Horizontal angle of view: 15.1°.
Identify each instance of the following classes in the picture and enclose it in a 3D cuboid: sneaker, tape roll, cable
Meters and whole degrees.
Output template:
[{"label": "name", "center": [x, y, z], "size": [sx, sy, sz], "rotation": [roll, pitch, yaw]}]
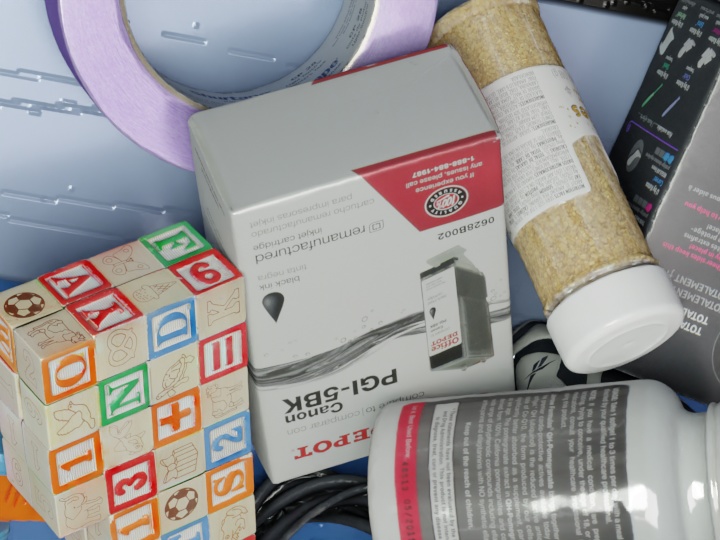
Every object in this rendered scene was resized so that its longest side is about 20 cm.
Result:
[{"label": "sneaker", "center": [0.161, 0.113, 1.497], "size": [0.079, 0.130, 0.199], "rotation": [-43, 110, 0]}, {"label": "tape roll", "center": [-0.062, -0.152, 1.408], "size": [0.199, 0.066, 0.202], "rotation": [-3, 104, -14]}, {"label": "cable", "center": [-0.039, 0.195, 1.457], "size": [0.200, 0.163, 0.051], "rotation": [-42, 138, -1]}]

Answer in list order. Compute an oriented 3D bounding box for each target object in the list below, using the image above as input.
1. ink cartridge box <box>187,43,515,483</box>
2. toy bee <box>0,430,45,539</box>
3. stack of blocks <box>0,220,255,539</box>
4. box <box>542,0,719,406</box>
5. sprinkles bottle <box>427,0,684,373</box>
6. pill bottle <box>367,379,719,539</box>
[{"label": "ink cartridge box", "center": [0.000, 0.000, 1.409], "size": [0.146, 0.083, 0.201], "rotation": [-16, 134, -9]}, {"label": "toy bee", "center": [-0.214, 0.088, 1.420], "size": [0.131, 0.109, 0.200], "rotation": [-52, 138, 7]}, {"label": "stack of blocks", "center": [-0.118, 0.087, 1.377], "size": [0.115, 0.059, 0.201], "rotation": [-23, 132, -26]}, {"label": "box", "center": [0.201, -0.035, 1.481], "size": [0.122, 0.106, 0.201], "rotation": [22, 98, -16]}, {"label": "sprinkles bottle", "center": [0.099, -0.048, 1.416], "size": [0.068, 0.068, 0.201], "rotation": [-20, 69, -8]}, {"label": "pill bottle", "center": [0.110, 0.113, 1.378], "size": [0.199, 0.111, 0.111], "rotation": [-6, 107, 13]}]
